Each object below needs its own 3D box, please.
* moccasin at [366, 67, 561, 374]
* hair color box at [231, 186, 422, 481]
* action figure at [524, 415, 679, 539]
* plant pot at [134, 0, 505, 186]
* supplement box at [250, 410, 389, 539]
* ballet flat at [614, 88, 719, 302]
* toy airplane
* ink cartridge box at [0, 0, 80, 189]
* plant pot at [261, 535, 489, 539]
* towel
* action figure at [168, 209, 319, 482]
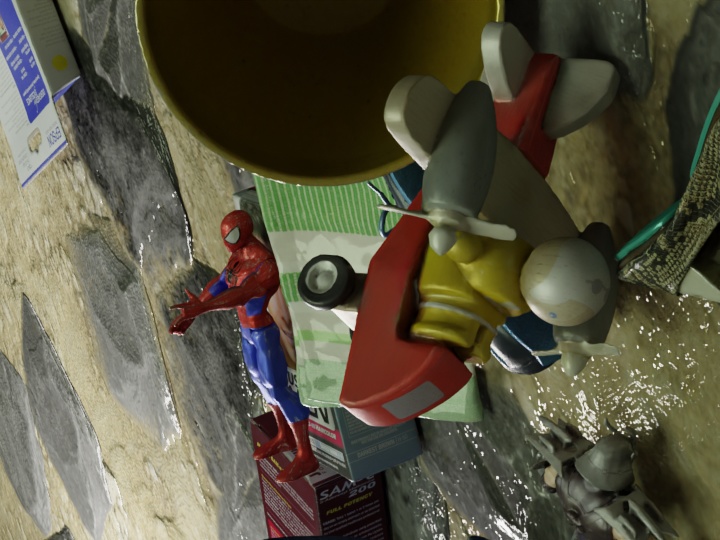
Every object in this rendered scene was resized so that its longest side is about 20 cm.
[{"bbox_3d":[0.051,-0.024,1.387,0.201,0.080,0.068,65,157,15],"label":"moccasin"},{"bbox_3d":[-0.024,0.037,1.657,0.099,0.060,0.201,19,125,64],"label":"hair color box"},{"bbox_3d":[0.140,0.163,1.362,0.130,0.069,0.201,-122,27,-46],"label":"action figure"},{"bbox_3d":[-0.023,-0.164,1.332,0.142,0.199,0.201,-92,-9,-70],"label":"plant pot"},{"bbox_3d":[-0.025,0.209,1.816,0.109,0.061,0.201,42,147,49],"label":"supplement box"},{"bbox_3d":[0.176,-0.027,1.108,0.075,0.068,0.200,47,152,13],"label":"ballet flat"},{"bbox_3d":[0.078,-0.024,1.210,0.141,0.200,0.200,31,127,37],"label":"toy airplane"},{"bbox_3d":[-0.310,-0.194,2.189,0.201,0.047,0.198,68,158,2],"label":"ink cartridge box"},{"bbox_3d":[0.035,0.295,1.533,0.200,0.179,0.201,-104,7,-58],"label":"plant pot"},{"bbox_3d":[0.000,0.000,1.536,0.152,0.023,0.201,4,112,39],"label":"towel"},{"bbox_3d":[-0.091,0.057,1.630,0.065,0.099,0.201,35,137,55],"label":"action figure"}]
